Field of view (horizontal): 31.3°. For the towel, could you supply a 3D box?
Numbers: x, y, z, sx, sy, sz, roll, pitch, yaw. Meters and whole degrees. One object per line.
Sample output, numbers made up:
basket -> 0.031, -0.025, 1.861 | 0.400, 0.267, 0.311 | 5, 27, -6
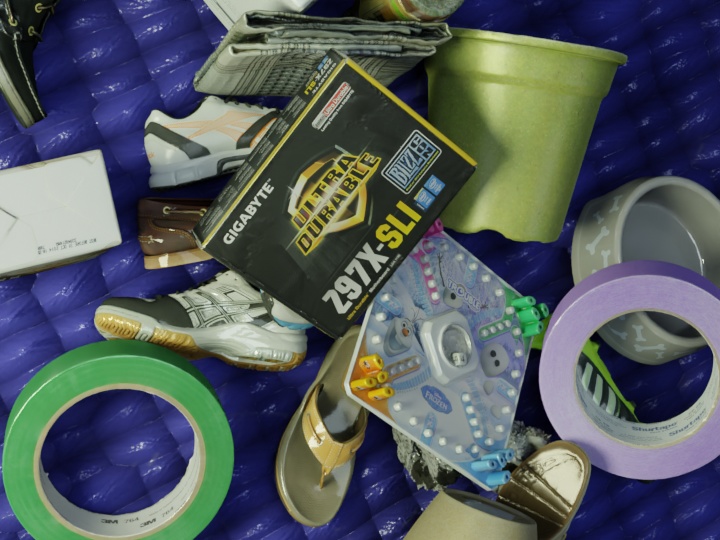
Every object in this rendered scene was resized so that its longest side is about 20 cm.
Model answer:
towel -> -0.039, -0.185, 1.152 | 0.192, 0.200, 0.035 | 0, 82, -18

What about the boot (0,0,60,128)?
boot -> -0.272, -0.243, 1.141 | 0.153, 0.073, 0.204 | -20, 91, -13

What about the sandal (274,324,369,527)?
sandal -> -0.022, 0.146, 1.226 | 0.080, 0.054, 0.201 | 26, 81, -16

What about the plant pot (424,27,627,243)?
plant pot -> 0.139, -0.127, 1.228 | 0.200, 0.200, 0.185 | 6, 98, -18

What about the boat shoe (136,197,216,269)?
boat shoe -> -0.108, -0.050, 1.194 | 0.199, 0.070, 0.071 | -9, 95, -18

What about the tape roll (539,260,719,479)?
tape roll -> 0.272, 0.094, 1.225 | 0.199, 0.066, 0.201 | 2, 104, 10

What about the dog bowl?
dog bowl -> 0.312, -0.006, 1.312 | 0.199, 0.059, 0.201 | 6, 77, -28

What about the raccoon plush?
raccoon plush -> 0.107, 0.124, 1.236 | 0.134, 0.097, 0.201 | -15, 109, -23

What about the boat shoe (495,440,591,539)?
boat shoe -> 0.167, 0.247, 1.247 | 0.072, 0.065, 0.200 | 34, 110, 25

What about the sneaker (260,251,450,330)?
sneaker -> 0.000, 0.000, 1.194 | 0.200, 0.087, 0.075 | -16, 88, -35

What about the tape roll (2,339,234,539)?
tape roll -> -0.214, 0.163, 1.140 | 0.200, 0.048, 0.201 | -4, 105, -14

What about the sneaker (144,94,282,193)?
sneaker -> -0.106, -0.133, 1.197 | 0.199, 0.074, 0.080 | -15, 91, -18

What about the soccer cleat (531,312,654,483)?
soccer cleat -> 0.232, 0.137, 1.308 | 0.081, 0.068, 0.200 | -31, 91, -6

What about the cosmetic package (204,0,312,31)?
cosmetic package -> -0.045, -0.318, 1.154 | 0.199, 0.200, 0.123 | -44, 101, -15

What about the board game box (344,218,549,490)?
board game box -> 0.088, 0.069, 1.175 | 0.200, 0.026, 0.200 | 37, 56, -30

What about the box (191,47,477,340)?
box -> -0.021, -0.062, 1.097 | 0.160, 0.049, 0.200 | 36, 97, -29

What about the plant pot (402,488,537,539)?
plant pot -> 0.087, 0.310, 1.174 | 0.187, 0.187, 0.201 | 19, 91, -16

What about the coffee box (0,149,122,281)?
coffee box -> -0.273, -0.040, 1.073 | 0.114, 0.200, 0.080 | -14, 92, -18

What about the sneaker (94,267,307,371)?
sneaker -> -0.146, 0.038, 1.189 | 0.199, 0.076, 0.088 | 10, 72, -22

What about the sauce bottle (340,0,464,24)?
sauce bottle -> 0.032, -0.242, 1.177 | 0.064, 0.200, 0.065 | 0, 89, -19
